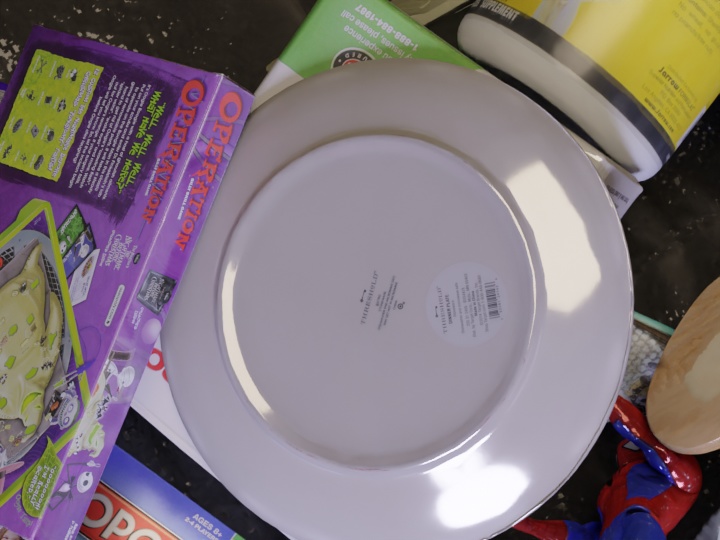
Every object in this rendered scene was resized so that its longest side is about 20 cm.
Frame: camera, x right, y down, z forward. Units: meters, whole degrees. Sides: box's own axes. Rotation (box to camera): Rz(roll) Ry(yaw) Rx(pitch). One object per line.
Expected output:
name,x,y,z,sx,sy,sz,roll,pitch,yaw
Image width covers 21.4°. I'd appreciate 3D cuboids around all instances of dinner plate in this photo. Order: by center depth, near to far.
dinner plate,0.008,0.014,0.754,0.199,0.024,0.201,-1,86,17

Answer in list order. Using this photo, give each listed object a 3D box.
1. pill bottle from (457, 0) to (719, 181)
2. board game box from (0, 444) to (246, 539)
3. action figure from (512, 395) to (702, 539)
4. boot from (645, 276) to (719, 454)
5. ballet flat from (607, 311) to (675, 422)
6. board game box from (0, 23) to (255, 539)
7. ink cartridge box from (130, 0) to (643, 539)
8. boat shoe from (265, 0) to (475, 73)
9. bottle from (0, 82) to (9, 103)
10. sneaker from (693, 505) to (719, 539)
pill bottle,0.142,-0.147,0.851,0.112,0.112,0.200,37,87,9
board game box,-0.132,0.142,0.832,0.200,0.029,0.135,34,71,8
action figure,0.088,0.100,0.769,0.099,0.200,0.065,38,113,0
boot,0.218,0.037,0.849,0.201,0.144,0.071,-45,48,-12
ballet flat,0.071,0.031,0.873,0.200,0.072,0.072,29,69,11
board game box,-0.129,0.002,0.796,0.120,0.032,0.201,19,84,42
ink cartridge box,0.000,0.000,0.814,0.145,0.084,0.200,38,97,17
boat shoe,0.047,-0.112,0.930,0.201,0.074,0.063,-33,110,-25
bottle,-0.172,-0.045,0.878,0.199,0.065,0.084,14,78,1
sneaker,0.189,0.112,0.783,0.076,0.200,0.077,-29,60,-34
